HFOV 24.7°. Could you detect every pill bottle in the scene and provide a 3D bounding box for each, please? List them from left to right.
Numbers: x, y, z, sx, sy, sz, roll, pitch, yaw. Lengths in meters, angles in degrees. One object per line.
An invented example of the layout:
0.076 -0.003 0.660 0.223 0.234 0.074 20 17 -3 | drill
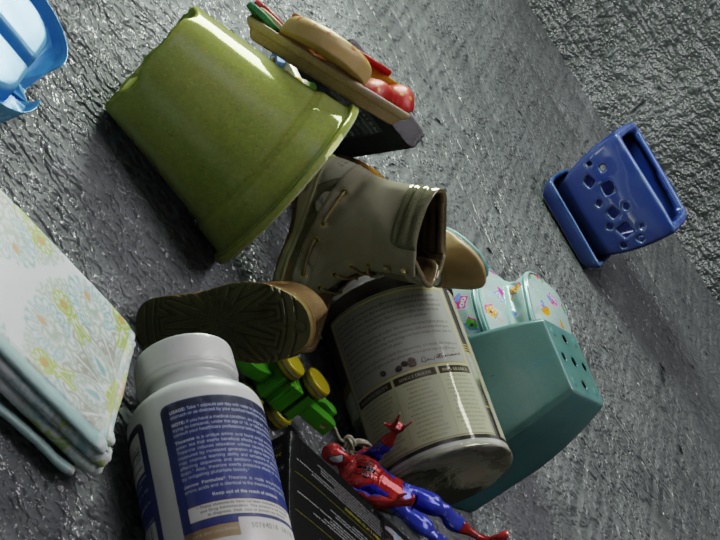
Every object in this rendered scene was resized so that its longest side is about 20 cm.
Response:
-0.119 0.154 1.264 0.111 0.110 0.202 34 33 -49 | pill bottle

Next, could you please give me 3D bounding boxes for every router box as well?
-0.020 0.257 1.440 0.200 0.051 0.150 46 26 -32 | router box

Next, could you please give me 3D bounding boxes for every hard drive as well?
-0.029 -0.189 1.870 0.140 0.199 0.033 51 64 -22 | hard drive

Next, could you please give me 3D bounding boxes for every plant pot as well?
-0.135 -0.142 1.562 0.184 0.200 0.201 42 24 -10 | plant pot
0.150 0.147 1.780 0.141 0.199 0.142 27 37 -56 | plant pot
0.435 -0.122 2.847 0.201 0.179 0.200 59 20 0 | plant pot

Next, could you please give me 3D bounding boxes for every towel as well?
-0.248 0.040 1.215 0.200 0.048 0.172 50 19 -24 | towel

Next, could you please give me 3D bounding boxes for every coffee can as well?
0.054 0.123 1.664 0.146 0.146 0.202 29 36 -54 | coffee can

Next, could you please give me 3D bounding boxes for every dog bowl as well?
-0.311 -0.187 1.373 0.112 0.049 0.201 51 21 -21 | dog bowl

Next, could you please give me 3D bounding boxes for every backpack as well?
0.173 0.088 1.994 0.199 0.153 0.177 31 39 -40 | backpack

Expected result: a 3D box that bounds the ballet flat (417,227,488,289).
0.047 -0.021 1.641 0.200 0.063 0.069 33 -35 47 | ballet flat

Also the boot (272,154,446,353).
0.000 0.000 1.590 0.072 0.153 0.202 0 105 -59 | boot

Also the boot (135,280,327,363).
-0.081 0.037 1.450 0.200 0.173 0.067 -6 99 -65 | boot

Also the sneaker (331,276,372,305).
0.026 -0.017 1.739 0.198 0.078 0.101 -8 80 -25 | sneaker

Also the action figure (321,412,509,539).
0.057 0.208 1.524 0.199 0.099 0.066 32 53 -9 | action figure

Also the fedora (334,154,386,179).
0.009 -0.035 1.870 0.200 0.082 0.201 41 25 -24 | fedora

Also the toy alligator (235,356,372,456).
-0.058 0.115 1.537 0.200 0.059 0.055 41 19 -41 | toy alligator

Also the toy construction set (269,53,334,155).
-0.070 -0.154 1.755 0.091 0.132 0.200 12 13 -23 | toy construction set

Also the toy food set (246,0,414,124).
-0.032 -0.212 1.650 0.199 0.049 0.198 26 8 -44 | toy food set
